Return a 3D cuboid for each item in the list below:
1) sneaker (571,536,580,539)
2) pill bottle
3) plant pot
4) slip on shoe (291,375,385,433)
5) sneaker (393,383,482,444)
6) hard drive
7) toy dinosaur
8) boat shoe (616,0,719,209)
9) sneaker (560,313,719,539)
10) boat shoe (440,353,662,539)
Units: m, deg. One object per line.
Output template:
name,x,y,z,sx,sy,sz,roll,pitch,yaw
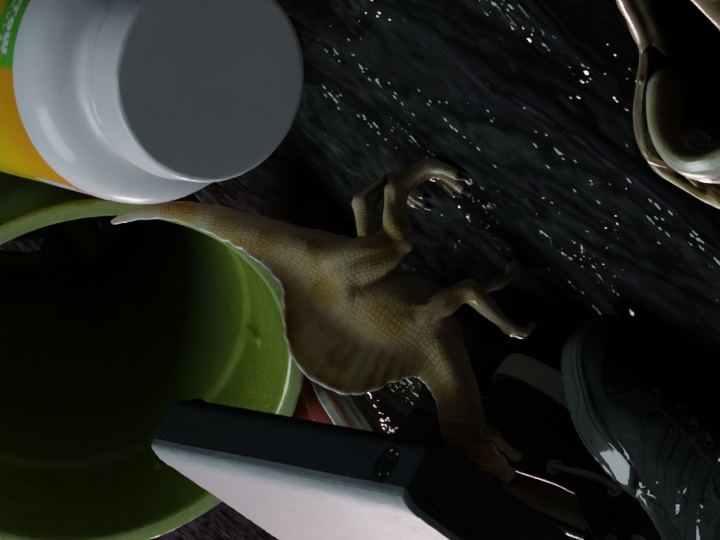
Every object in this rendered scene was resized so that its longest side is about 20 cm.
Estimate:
sneaker,0.133,0.178,1.329,0.086,0.077,0.201,-91,-12,-56
pill bottle,-0.105,-0.087,1.150,0.111,0.111,0.200,50,163,-25
plant pot,-0.146,-0.001,1.338,0.200,0.200,0.190,55,-174,-38
slip on shoe,-0.035,0.061,1.404,0.074,0.061,0.200,55,-178,-19
sneaker,0.067,0.138,1.362,0.076,0.091,0.200,14,149,54
hard drive,0.014,0.109,1.198,0.139,0.033,0.200,37,163,-30
toy dinosaur,0.000,0.000,1.131,0.200,0.101,0.058,37,160,10
boat shoe,0.108,-0.053,0.788,0.074,0.066,0.200,30,160,40
sneaker,0.154,0.081,1.042,0.104,0.060,0.200,-49,56,41
boat shoe,0.117,0.105,1.201,0.200,0.060,0.076,27,158,46
